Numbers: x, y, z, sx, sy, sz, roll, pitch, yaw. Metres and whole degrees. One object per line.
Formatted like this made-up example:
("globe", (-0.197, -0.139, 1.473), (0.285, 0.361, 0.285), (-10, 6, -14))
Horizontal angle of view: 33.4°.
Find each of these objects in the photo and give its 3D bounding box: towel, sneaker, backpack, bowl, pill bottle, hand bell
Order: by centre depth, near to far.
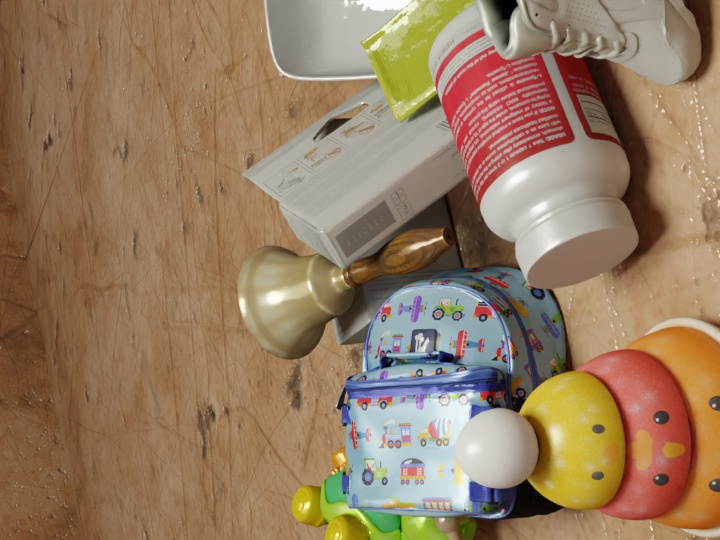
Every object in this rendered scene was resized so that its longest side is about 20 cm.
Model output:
("sneaker", (0.129, -0.166, 0.783), (0.100, 0.199, 0.078), (-63, 10, -20))
("pill bottle", (0.129, -0.094, 0.882), (0.112, 0.112, 0.201), (125, 135, -53))
("towel", (0.085, -0.209, 0.966), (0.200, 0.018, 0.086), (-36, 64, 32))
("backpack", (0.075, 0.094, 0.973), (0.182, 0.134, 0.201), (-1, 84, 38))
("hand bell", (0.000, 0.000, 1.001), (0.199, 0.104, 0.105), (-22, 73, 40))
("bowl", (0.016, -0.270, 1.065), (0.199, 0.075, 0.201), (-1, 96, 26))

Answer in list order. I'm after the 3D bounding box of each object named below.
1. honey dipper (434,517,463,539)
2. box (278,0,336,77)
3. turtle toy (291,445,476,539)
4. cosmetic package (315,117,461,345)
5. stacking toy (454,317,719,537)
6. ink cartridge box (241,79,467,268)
("honey dipper", (0.106, 0.294, 1.014), (0.038, 0.038, 0.201), (-24, 89, 63))
("box", (-0.023, -0.292, 1.176), (0.095, 0.102, 0.201), (-163, 72, -69))
("turtle toy", (0.036, 0.224, 1.126), (0.200, 0.145, 0.102), (24, 95, 60))
("cosmetic package", (0.020, -0.040, 1.123), (0.081, 0.112, 0.201), (139, 124, -59))
("stacking toy", (0.150, 0.111, 0.770), (0.146, 0.199, 0.147), (175, 90, -65))
("ink cartridge box", (0.017, -0.099, 1.030), (0.176, 0.200, 0.045), (35, 158, 57))
